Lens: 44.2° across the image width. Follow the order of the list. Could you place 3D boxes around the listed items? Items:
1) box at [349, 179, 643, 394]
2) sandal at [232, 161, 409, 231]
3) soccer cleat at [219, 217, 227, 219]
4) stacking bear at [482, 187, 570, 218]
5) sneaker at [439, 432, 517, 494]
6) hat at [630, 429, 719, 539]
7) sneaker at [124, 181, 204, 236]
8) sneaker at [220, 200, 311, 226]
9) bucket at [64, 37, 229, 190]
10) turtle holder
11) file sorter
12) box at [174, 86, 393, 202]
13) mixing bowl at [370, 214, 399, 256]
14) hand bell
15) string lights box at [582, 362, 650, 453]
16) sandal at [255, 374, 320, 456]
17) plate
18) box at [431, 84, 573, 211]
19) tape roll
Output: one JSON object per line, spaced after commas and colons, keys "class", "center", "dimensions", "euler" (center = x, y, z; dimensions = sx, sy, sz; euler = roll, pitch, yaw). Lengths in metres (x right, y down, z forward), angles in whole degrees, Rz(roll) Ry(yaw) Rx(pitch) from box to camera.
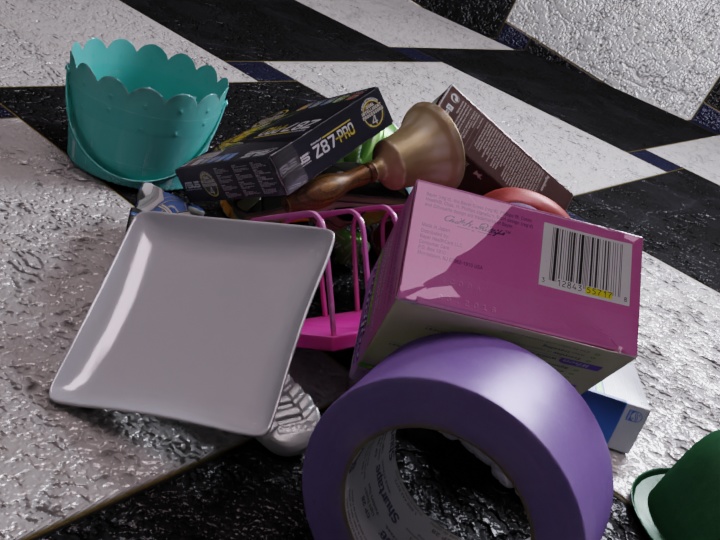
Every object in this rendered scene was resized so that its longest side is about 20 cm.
{"class": "box", "center": [0.098, 0.034, 0.703], "dimensions": [0.174, 0.200, 0.098], "euler": [13, 65, -5]}
{"class": "sandal", "center": [-0.044, -0.075, 0.997], "dimensions": [0.199, 0.058, 0.080], "euler": [-9, 38, -9]}
{"class": "soccer cleat", "center": [-0.134, -0.023, 0.928], "dimensions": [0.067, 0.077, 0.200], "euler": [38, 18, 11]}
{"class": "stacking bear", "center": [0.167, 0.009, 0.925], "dimensions": [0.114, 0.121, 0.201], "euler": [43, 26, -25]}
{"class": "sneaker", "center": [0.142, 0.141, 0.809], "dimensions": [0.199, 0.084, 0.080], "euler": [32, 29, 24]}
{"class": "hat", "center": [0.347, 0.163, 0.788], "dimensions": [0.164, 0.178, 0.200], "euler": [6, 28, -24]}
{"class": "sneaker", "center": [-0.207, -0.032, 0.929], "dimensions": [0.076, 0.076, 0.201], "euler": [14, 31, -12]}
{"class": "sneaker", "center": [-0.104, -0.071, 1.073], "dimensions": [0.078, 0.078, 0.200], "euler": [-7, 36, -43]}
{"class": "bucket", "center": [-0.281, -0.201, 1.146], "dimensions": [0.205, 0.136, 0.208], "euler": [14, 25, -7]}
{"class": "turtle holder", "center": [0.003, -0.113, 1.102], "dimensions": [0.131, 0.141, 0.187], "euler": [36, 28, -34]}
{"class": "file sorter", "center": [0.000, 0.000, 0.887], "dimensions": [0.199, 0.127, 0.138], "euler": [-7, 4, -41]}
{"class": "box", "center": [-0.085, -0.131, 0.953], "dimensions": [0.161, 0.049, 0.199], "euler": [-39, 24, -31]}
{"class": "mixing bowl", "center": [0.122, -0.061, 1.167], "dimensions": [0.198, 0.109, 0.201], "euler": [14, 27, -7]}
{"class": "hand bell", "center": [0.003, -0.098, 0.925], "dimensions": [0.199, 0.105, 0.104], "euler": [-25, 46, -30]}
{"class": "string lights box", "center": [0.190, 0.111, 0.928], "dimensions": [0.198, 0.059, 0.103], "euler": [18, 25, -1]}
{"class": "sandal", "center": [-0.115, 0.091, 0.788], "dimensions": [0.082, 0.050, 0.203], "euler": [-22, 58, -33]}
{"class": "plate", "center": [-0.136, 0.042, 0.750], "dimensions": [0.198, 0.032, 0.201], "euler": [6, 56, 16]}
{"class": "box", "center": [0.141, -0.112, 1.049], "dimensions": [0.199, 0.100, 0.075], "euler": [38, 59, -12]}
{"class": "tape roll", "center": [0.065, 0.150, 0.604], "dimensions": [0.199, 0.202, 0.085], "euler": [27, 28, 18]}
